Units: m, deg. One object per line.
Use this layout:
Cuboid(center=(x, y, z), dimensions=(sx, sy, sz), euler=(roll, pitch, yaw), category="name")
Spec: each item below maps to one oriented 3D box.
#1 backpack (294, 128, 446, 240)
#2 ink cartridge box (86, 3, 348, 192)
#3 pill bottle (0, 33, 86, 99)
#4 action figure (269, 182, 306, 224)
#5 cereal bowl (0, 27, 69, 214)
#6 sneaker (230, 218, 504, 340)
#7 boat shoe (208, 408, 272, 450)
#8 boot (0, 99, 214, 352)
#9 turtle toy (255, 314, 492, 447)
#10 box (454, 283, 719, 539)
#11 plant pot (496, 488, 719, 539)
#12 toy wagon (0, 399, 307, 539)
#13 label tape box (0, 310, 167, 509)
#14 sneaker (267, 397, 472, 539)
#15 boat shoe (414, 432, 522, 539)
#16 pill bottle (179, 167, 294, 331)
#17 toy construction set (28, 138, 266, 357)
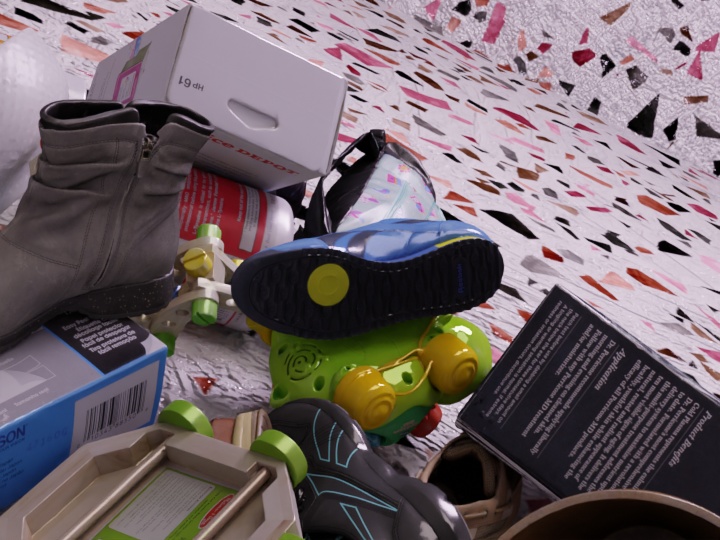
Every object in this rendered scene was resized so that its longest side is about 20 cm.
Cuboid(center=(0.000, -0.010, 1.057), dimensions=(0.126, 0.168, 0.200), euler=(29, 26, -3), category="backpack")
Cuboid(center=(-0.122, -0.123, 0.986), dimensions=(0.143, 0.086, 0.199), euler=(21, -14, -29), category="ink cartridge box")
Cuboid(center=(-0.343, -0.155, 1.061), dimensions=(0.198, 0.112, 0.111), euler=(16, 22, -25), category="pill bottle")
Cuboid(center=(-0.152, -0.080, 1.134), dimensions=(0.198, 0.070, 0.131), euler=(24, 51, -5), category="action figure")
Cuboid(center=(-0.275, -0.074, 0.855), dimensions=(0.084, 0.199, 0.200), euler=(49, 15, -15), category="cereal bowl")
Cuboid(center=(0.000, 0.000, 0.873), dimensions=(0.197, 0.067, 0.078), euler=(-7, 21, -20), category="sneaker")
Cuboid(center=(-0.086, 0.154, 0.681), dimensions=(0.067, 0.073, 0.201), euler=(-8, 29, 6), category="boat shoe")
Cuboid(center=(-0.176, -0.033, 0.673), dimensions=(0.198, 0.132, 0.068), euler=(-14, 40, -40), category="boot")
Cuboid(center=(0.017, 0.072, 0.911), dimensions=(0.198, 0.102, 0.146), euler=(-17, 38, -32), category="turtle toy")
Cuboid(center=(0.188, 0.116, 0.904), dimensions=(0.196, 0.124, 0.200), euler=(38, 5, 9), category="box")
Cuboid(center=(0.158, 0.208, 0.702), dimensions=(0.185, 0.188, 0.200), euler=(30, 5, 15), category="plant pot")
Cuboid(center=(-0.090, 0.136, 0.601), dimensions=(0.198, 0.040, 0.155), euler=(12, 39, 36), category="toy wagon")
Cuboid(center=(-0.232, 0.042, 0.717), dimensions=(0.199, 0.067, 0.143), euler=(34, 36, 24), category="label tape box")
Cuboid(center=(-0.017, 0.141, 0.766), dimensions=(0.079, 0.076, 0.199), euler=(-24, 30, -28), category="sneaker")
Cuboid(center=(0.079, 0.152, 0.868), dimensions=(0.071, 0.065, 0.200), euler=(30, 20, 13), category="boat shoe")
Cuboid(center=(-0.161, -0.032, 0.969), dimensions=(0.198, 0.113, 0.113), euler=(18, 21, -19), category="pill bottle")
Cuboid(center=(-0.160, -0.012, 0.843), dimensions=(0.200, 0.130, 0.093), euler=(47, 39, -34), category="toy construction set")
